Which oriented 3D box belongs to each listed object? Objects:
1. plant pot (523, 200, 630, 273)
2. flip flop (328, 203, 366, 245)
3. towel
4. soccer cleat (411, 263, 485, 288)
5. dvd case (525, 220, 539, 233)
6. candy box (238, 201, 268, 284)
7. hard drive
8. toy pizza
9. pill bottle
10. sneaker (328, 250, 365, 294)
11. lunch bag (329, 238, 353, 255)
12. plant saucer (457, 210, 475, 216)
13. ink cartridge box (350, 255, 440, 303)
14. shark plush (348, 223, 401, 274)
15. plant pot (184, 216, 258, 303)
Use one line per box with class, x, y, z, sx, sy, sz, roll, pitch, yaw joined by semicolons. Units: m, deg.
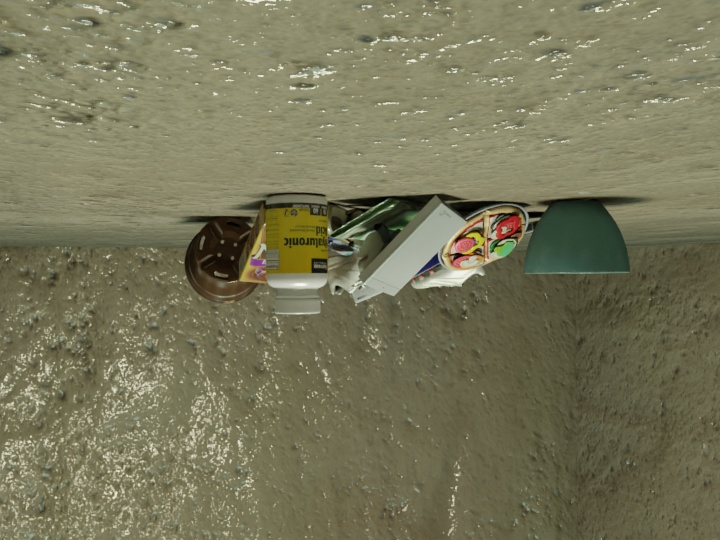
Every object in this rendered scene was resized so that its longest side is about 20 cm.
plant pot;0.413;-0.063;1.506;0.196;0.137;0.200;-1;180;0
flip flop;-0.012;-0.093;1.555;0.057;0.083;0.199;-8;171;26
towel;0.054;-0.090;1.498;0.151;0.024;0.199;-28;165;28
soccer cleat;0.200;0.013;1.817;0.199;0.078;0.070;-25;-159;42
dvd case;0.378;-0.094;1.831;0.149;0.025;0.199;-11;180;-35
candy box;-0.161;-0.046;1.534;0.115;0.057;0.201;7;143;-19
hard drive;0.098;-0.040;1.430;0.027;0.200;0.131;50;-167;27
toy pizza;0.248;-0.058;1.560;0.197;0.032;0.201;-17;147;-11
pill bottle;-0.111;-0.027;1.369;0.109;0.204;0.111;-1;180;0
sneaker;0.000;0.000;1.669;0.074;0.089;0.199;3;166;-38
lunch bag;0.006;-0.070;1.743;0.158;0.077;0.199;7;171;35
plant saucer;0.191;-0.102;1.735;0.196;0.049;0.200;0;180;3
ink cartridge box;0.104;-0.001;1.741;0.198;0.041;0.199;-26;180;-42
shark plush;0.057;-0.030;1.511;0.090;0.084;0.199;-27;164;30
plant pot;-0.318;-0.034;1.862;0.197;0.204;0.198;0;171;-13
